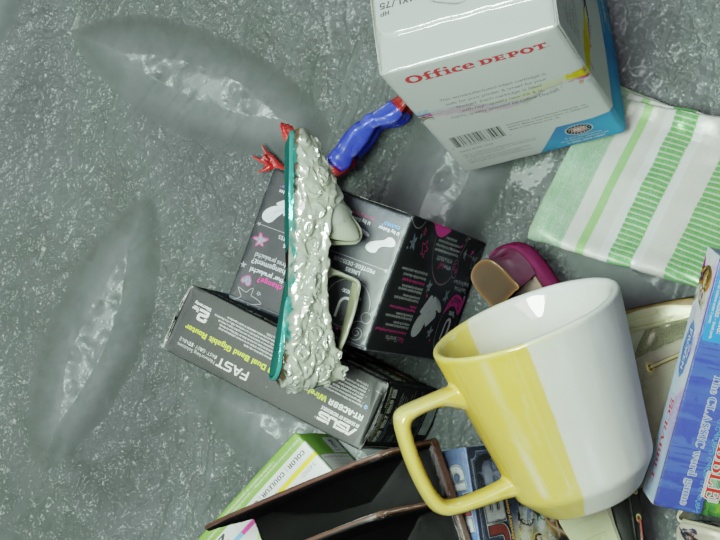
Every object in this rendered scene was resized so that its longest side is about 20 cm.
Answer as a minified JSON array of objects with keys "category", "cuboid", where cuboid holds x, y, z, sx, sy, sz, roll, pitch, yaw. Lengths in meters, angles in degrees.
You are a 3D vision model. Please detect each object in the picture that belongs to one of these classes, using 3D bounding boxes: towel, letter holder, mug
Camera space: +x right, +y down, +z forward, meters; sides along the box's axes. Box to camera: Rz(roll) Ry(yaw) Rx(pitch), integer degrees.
[{"category":"towel","cuboid":[0.252,-0.066,1.531,0.200,0.023,0.153,18,73,29]},{"category":"letter holder","cuboid":[-0.039,0.215,1.476,0.200,0.142,0.101,-26,76,35]},{"category":"mug","cuboid":[0.135,0.109,1.455,0.186,0.149,0.153,-18,102,20]}]

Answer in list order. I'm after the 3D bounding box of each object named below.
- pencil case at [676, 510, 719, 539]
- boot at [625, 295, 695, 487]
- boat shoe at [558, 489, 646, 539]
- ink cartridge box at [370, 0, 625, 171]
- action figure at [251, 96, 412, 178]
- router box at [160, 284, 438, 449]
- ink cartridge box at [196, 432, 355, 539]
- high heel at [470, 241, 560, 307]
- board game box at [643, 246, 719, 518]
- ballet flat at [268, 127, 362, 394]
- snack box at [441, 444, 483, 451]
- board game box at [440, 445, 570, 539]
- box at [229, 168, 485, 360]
[{"category":"pencil case","cuboid":[0.272,0.293,1.497,0.089,0.078,0.201,9,89,23]},{"category":"boot","cuboid":[0.306,0.093,1.507,0.200,0.072,0.155,-10,81,24]},{"category":"boat shoe","cuboid":[0.204,0.234,1.529,0.074,0.063,0.202,-24,72,46]},{"category":"ink cartridge box","cuboid":[0.110,-0.196,1.521,0.146,0.200,0.146,-13,66,18]},{"category":"action figure","cuboid":[-0.030,-0.120,1.653,0.099,0.065,0.200,40,98,10]},{"category":"router box","cuboid":[-0.046,0.084,1.595,0.200,0.150,0.062,25,93,20]},{"category":"ink cartridge box","cuboid":[-0.022,0.257,1.610,0.200,0.076,0.148,45,101,19]},{"category":"high heel","cuboid":[0.175,0.058,1.556,0.067,0.096,0.200,-38,82,28]},{"category":"board game box","cuboid":[0.338,0.100,1.448,0.199,0.041,0.201,11,101,-7]},{"category":"ballet flat","cuboid":[-0.032,-0.006,1.438,0.072,0.072,0.201,3,89,20]},{"category":"snack box","cuboid":[0.080,0.247,1.561,0.116,0.037,0.201,-6,82,-20]},{"category":"board game box","cuboid":[0.127,0.239,1.524,0.035,0.135,0.201,-15,80,40]},{"category":"box","cuboid":[0.000,0.000,1.558,0.132,0.200,0.115,20,91,21]}]
